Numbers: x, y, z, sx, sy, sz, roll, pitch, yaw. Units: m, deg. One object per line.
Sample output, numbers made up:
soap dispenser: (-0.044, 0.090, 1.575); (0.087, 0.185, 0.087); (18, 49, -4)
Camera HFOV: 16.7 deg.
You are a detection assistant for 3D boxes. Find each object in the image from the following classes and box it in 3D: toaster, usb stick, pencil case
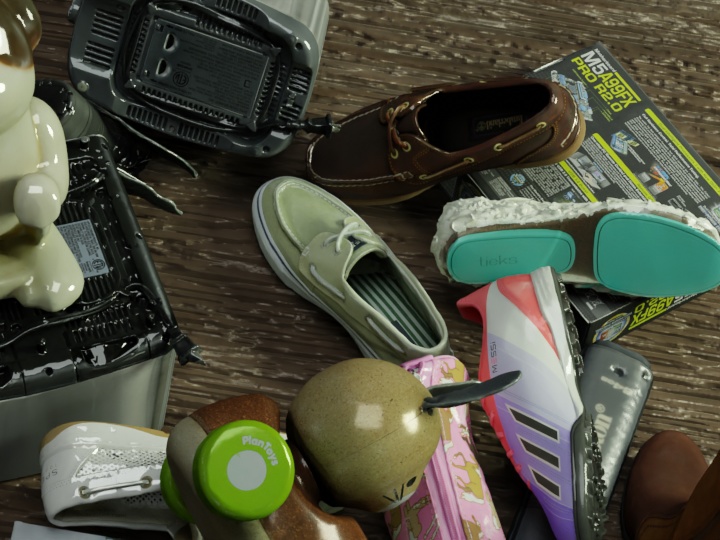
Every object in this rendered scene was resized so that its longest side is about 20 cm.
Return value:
toaster: (-0.215, 0.030, 1.539); (0.179, 0.119, 0.201); (-14, 57, -17)
usb stick: (0.139, 0.129, 1.574); (0.055, 0.033, 0.201); (20, 53, 7)
toaster: (-0.098, -0.159, 1.680); (0.198, 0.114, 0.129); (18, 26, -1)
pencil case: (0.050, 0.152, 1.505); (0.086, 0.083, 0.201); (21, 44, -42)

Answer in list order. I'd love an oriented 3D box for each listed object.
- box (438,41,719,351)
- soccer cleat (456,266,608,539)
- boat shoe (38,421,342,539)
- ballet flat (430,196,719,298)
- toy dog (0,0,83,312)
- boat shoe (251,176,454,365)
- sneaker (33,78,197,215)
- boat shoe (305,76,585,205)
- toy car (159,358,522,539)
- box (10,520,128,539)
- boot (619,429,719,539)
box: (0.159, -0.053, 1.704); (0.159, 0.044, 0.200); (-25, 62, -25)
soccer cleat: (0.110, 0.093, 1.543); (0.073, 0.068, 0.201); (-13, 60, 8)
boat shoe: (-0.099, 0.141, 1.503); (0.198, 0.071, 0.070); (3, 53, -10)
ballet flat: (0.144, -0.025, 1.616); (0.198, 0.072, 0.072); (3, 53, -6)
toy dog: (-0.233, -0.084, 1.421); (0.138, 0.201, 0.195); (-5, 55, -13)
boat shoe: (0.000, 0.000, 1.629); (0.072, 0.062, 0.200); (-30, 62, -26)
sneaker: (-0.209, -0.090, 1.663); (0.199, 0.104, 0.060); (13, 73, 43)
boat shoe: (0.050, -0.095, 1.654); (0.198, 0.070, 0.071); (-13, 72, 18)
toy car: (0.002, 0.117, 1.407); (0.199, 0.164, 0.159); (-29, 91, -14)
box: (-0.157, 0.252, 1.436); (0.135, 0.038, 0.201); (10, 53, -2)
boot: (0.203, 0.135, 1.474); (0.068, 0.201, 0.189); (13, 53, 2)
